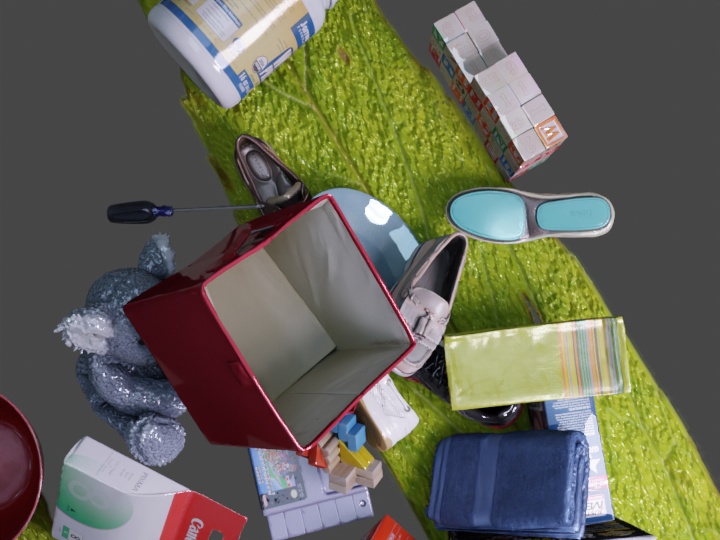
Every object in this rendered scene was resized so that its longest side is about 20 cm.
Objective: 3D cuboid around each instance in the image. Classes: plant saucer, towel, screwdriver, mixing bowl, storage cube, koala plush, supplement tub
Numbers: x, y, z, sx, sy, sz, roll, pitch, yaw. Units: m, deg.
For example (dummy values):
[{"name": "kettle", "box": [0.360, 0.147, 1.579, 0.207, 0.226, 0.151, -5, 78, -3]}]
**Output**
[{"name": "plant saucer", "box": [0.000, 0.000, 1.010, 0.200, 0.039, 0.202, 22, 52, -31]}, {"name": "towel", "box": [0.193, 0.101, 0.952, 0.199, 0.018, 0.087, -6, 79, 0]}, {"name": "screwdriver", "box": [-0.210, -0.070, 1.047, 0.199, 0.029, 0.028, 1, 47, 8]}, {"name": "mixing bowl", "box": [-0.442, 0.225, 0.983, 0.199, 0.108, 0.201, 0, 83, -1]}, {"name": "storage cube", "box": [-0.090, 0.056, 0.847, 0.171, 0.179, 0.201, -40, 107, -34]}, {"name": "koala plush", "box": [-0.242, 0.071, 0.941, 0.183, 0.200, 0.177, 28, 57, 24]}, {"name": "supplement tub", "box": [-0.134, -0.308, 1.030, 0.200, 0.145, 0.145, -43, 86, -5]}, {"name": "towel", "box": [0.161, 0.232, 0.955, 0.048, 0.200, 0.112, 29, 62, -34]}]

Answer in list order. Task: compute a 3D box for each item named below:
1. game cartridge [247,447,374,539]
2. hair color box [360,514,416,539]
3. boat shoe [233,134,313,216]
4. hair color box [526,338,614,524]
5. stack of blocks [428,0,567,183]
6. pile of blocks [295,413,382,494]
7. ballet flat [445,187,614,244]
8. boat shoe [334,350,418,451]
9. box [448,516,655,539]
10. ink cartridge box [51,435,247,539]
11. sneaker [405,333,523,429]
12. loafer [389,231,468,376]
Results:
[{"name": "game cartridge", "box": [-0.069, 0.207, 1.029, 0.129, 0.038, 0.201, -13, 84, -6]}, {"name": "hair color box", "box": [0.067, 0.382, 0.974, 0.200, 0.061, 0.102, 40, 120, 4]}, {"name": "boat shoe", "box": [-0.090, -0.079, 1.041, 0.072, 0.072, 0.201, -31, 85, -4]}, {"name": "hair color box", "box": [0.234, 0.183, 1.000, 0.060, 0.100, 0.201, -8, 83, -1]}, {"name": "stack of blocks", "box": [0.159, -0.215, 1.039, 0.058, 0.115, 0.201, -29, 84, -4]}, {"name": "pile of blocks", "box": [-0.054, 0.172, 0.967, 0.200, 0.062, 0.082, 43, 127, 4]}, {"name": "ballet flat", "box": [0.202, -0.065, 1.049, 0.199, 0.069, 0.070, 4, 83, 5]}, {"name": "boat shoe", "box": [-0.003, 0.106, 1.002, 0.069, 0.071, 0.201, -29, 85, -25]}, {"name": "box", "box": [0.203, 0.309, 0.956, 0.199, 0.160, 0.050, -5, 84, -2]}, {"name": "ink cartridge box", "box": [-0.240, 0.284, 0.961, 0.199, 0.161, 0.050, 28, 41, 4]}, {"name": "sneaker", "box": [0.104, 0.117, 1.009, 0.200, 0.098, 0.071, 32, 86, 4]}, {"name": "loafer", "box": [0.075, 0.028, 0.983, 0.072, 0.063, 0.200, 39, 44, -17]}]
